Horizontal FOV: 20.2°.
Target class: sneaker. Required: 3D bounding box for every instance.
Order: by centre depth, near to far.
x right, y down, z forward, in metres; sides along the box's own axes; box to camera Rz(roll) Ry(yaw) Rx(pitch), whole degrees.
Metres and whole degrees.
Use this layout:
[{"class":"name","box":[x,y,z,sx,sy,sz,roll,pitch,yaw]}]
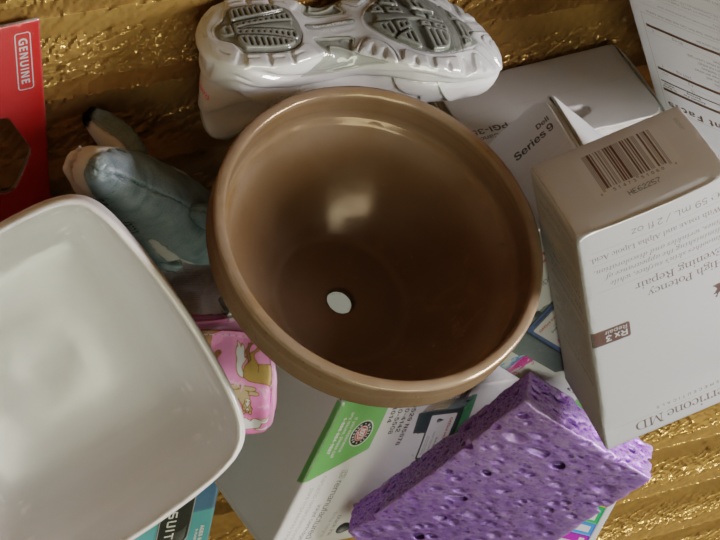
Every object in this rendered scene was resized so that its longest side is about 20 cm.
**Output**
[{"class":"sneaker","box":[-0.011,-0.119,1.251,0.198,0.078,0.100,-1,140,-17]}]

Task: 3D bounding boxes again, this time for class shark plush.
[{"class":"shark plush","box":[-0.103,-0.022,1.226,0.200,0.083,0.091,37,67,-32]}]

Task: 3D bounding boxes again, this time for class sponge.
[{"class":"sponge","box":[0.092,0.150,1.364,0.111,0.030,0.200,30,134,-22]}]

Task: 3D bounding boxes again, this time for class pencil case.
[{"class":"pencil case","box":[-0.151,0.062,1.257,0.198,0.088,0.083,-2,176,-7]}]

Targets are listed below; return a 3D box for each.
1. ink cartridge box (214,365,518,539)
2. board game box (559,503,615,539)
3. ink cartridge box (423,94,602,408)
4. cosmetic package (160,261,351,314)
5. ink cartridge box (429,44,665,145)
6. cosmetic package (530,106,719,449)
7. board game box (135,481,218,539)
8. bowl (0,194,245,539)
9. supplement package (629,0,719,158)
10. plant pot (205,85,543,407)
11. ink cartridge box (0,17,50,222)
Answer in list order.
[{"class":"ink cartridge box","box":[0.014,0.112,1.449,0.199,0.084,0.147,-4,131,-41]},{"class":"board game box","box":[0.157,0.109,1.474,0.034,0.201,0.135,14,127,-9]},{"class":"ink cartridge box","box":[0.138,-0.002,1.306,0.145,0.088,0.199,-42,134,16]},{"class":"cosmetic package","box":[-0.096,-0.002,1.327,0.198,0.051,0.083,-3,136,-26]},{"class":"ink cartridge box","box":[0.121,-0.043,1.384,0.145,0.083,0.201,-14,137,-16]},{"class":"cosmetic package","box":[0.170,0.008,1.214,0.101,0.074,0.201,-22,136,-5]},{"class":"board game box","box":[-0.196,0.145,1.424,0.198,0.047,0.152,-7,135,-23]},{"class":"bowl","box":[-0.185,0.067,1.173,0.199,0.075,0.201,-31,108,3]},{"class":"supplement package","box":[0.262,-0.155,1.295,0.122,0.119,0.201,-50,144,-18]},{"class":"plant pot","box":[0.000,0.000,1.188,0.199,0.202,0.093,-7,153,-23]},{"class":"ink cartridge box","box":[-0.265,-0.045,1.194,0.175,0.045,0.201,-13,137,-17]}]
